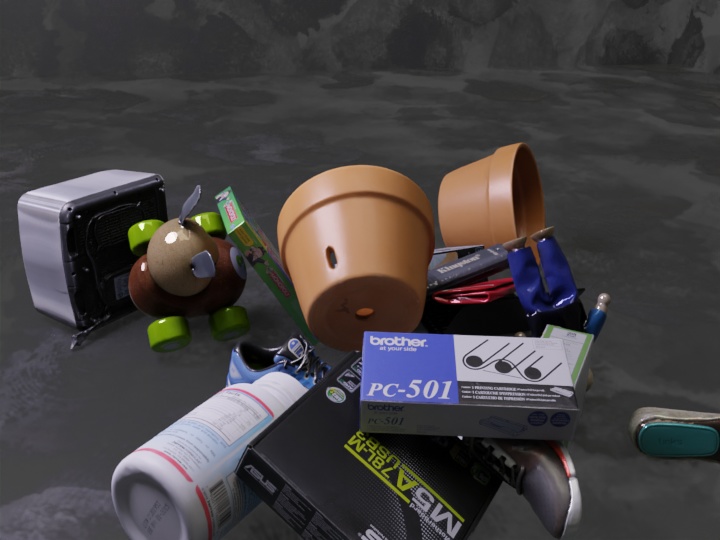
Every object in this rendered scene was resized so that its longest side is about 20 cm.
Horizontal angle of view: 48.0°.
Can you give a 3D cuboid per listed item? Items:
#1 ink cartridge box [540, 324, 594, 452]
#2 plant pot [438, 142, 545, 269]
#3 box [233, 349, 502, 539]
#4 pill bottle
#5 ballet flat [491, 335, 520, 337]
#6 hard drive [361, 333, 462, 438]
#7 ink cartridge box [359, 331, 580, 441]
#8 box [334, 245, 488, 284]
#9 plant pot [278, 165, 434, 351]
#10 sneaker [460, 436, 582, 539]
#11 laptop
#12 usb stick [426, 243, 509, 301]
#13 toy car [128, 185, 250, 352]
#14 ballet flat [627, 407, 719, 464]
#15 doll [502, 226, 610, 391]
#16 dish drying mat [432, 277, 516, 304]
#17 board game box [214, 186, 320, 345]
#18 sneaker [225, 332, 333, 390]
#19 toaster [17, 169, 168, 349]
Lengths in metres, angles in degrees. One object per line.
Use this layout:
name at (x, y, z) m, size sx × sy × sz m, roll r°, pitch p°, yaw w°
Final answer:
ink cartridge box at (0.200, 0.150, 0.862) m, size 0.058 × 0.107 × 0.200 m, roll 11°, pitch 26°, yaw 20°
plant pot at (0.214, -0.099, 1.333) m, size 0.137 × 0.205 × 0.200 m, roll -4°, pitch 19°, yaw 26°
box at (0.015, 0.187, 0.739) m, size 0.199 × 0.048 × 0.192 m, roll 40°, pitch 32°, yaw 12°
pill bottle at (-0.128, 0.177, 0.764) m, size 0.107 × 0.112 × 0.199 m, roll 16°, pitch 27°, yaw 28°
ballet flat at (0.123, 0.123, 0.913) m, size 0.196 × 0.048 × 0.067 m, roll -19°, pitch 26°, yaw -31°
hard drive at (0.084, 0.141, 0.967) m, size 0.130 × 0.027 × 0.198 m, roll -20°, pitch 33°, yaw -39°
ink cartridge box at (0.098, 0.107, 0.759) m, size 0.194 × 0.045 × 0.095 m, roll 2°, pitch 37°, yaw 1°
box at (0.073, 0.007, 1.176) m, size 0.195 × 0.062 × 0.116 m, roll -8°, pitch 3°, yaw -24°
plant pot at (0.000, 0.000, 0.964) m, size 0.194 × 0.203 × 0.142 m, roll -1°, pitch 48°, yaw -7°
sneaker at (0.137, 0.174, 0.772) m, size 0.080 × 0.079 × 0.202 m, roll -6°, pitch 39°, yaw -19°
laptop at (0.176, 0.035, 1.116) m, size 0.173 × 0.106 × 0.201 m, roll -5°, pitch 27°, yaw -18°
usb stick at (0.130, 0.007, 1.108) m, size 0.196 × 0.033 × 0.055 m, roll -20°, pitch 18°, yaw -23°
toy car at (-0.203, -0.016, 1.003) m, size 0.154 × 0.200 × 0.168 m, roll -9°, pitch 70°, yaw -25°
ballet flat at (0.391, 0.177, 0.876) m, size 0.194 × 0.069 × 0.062 m, roll 8°, pitch 14°, yaw 12°
doll at (0.243, 0.052, 0.989) m, size 0.133 × 0.205 × 0.048 m, roll -17°, pitch -3°, yaw -9°
dish drying mat at (0.157, 0.024, 1.032) m, size 0.075 × 0.019 × 0.199 m, roll -6°, pitch 2°, yaw 25°
board game box at (-0.120, -0.007, 1.084) m, size 0.029 × 0.202 × 0.135 m, roll -34°, pitch 30°, yaw -1°
sneaker at (-0.064, 0.125, 0.910) m, size 0.195 × 0.091 × 0.079 m, roll 9°, pitch 25°, yaw 14°
toaster at (-0.361, -0.026, 1.108) m, size 0.116 × 0.186 × 0.199 m, roll 11°, pitch 25°, yaw 32°
